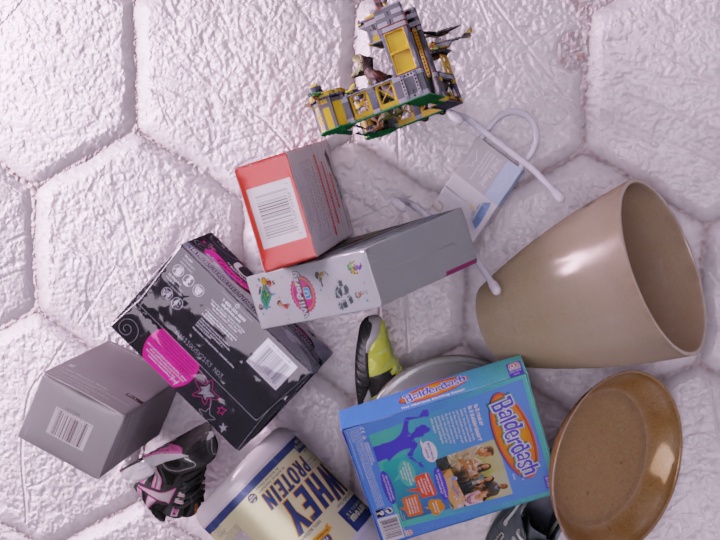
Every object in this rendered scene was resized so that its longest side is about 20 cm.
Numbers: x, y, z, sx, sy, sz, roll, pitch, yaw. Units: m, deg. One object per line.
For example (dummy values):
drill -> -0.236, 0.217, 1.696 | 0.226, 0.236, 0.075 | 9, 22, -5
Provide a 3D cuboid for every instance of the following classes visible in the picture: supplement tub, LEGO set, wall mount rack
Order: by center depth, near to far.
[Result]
LEGO set -> 0.021, -0.212, 1.599 | 0.153, 0.200, 0.116 | -20, 86, 28
wall mount rack -> 0.130, -0.072, 1.633 | 0.174, 0.074, 0.200 | 40, 106, 26
supplement tub -> -0.066, 0.289, 1.712 | 0.200, 0.145, 0.145 | 44, 105, 3

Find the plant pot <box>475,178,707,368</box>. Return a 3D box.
plant pot -> 0.227, 0.028, 1.603 | 0.199, 0.187, 0.188 | -22, 93, 30

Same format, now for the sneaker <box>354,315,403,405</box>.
sneaker -> 0.036, 0.143, 1.711 | 0.076, 0.075, 0.201 | -7, 107, 6

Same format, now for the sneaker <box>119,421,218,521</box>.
sneaker -> -0.198, 0.231, 1.729 | 0.080, 0.200, 0.087 | -29, 87, -26

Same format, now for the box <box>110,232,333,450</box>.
box -> -0.150, 0.075, 1.715 | 0.200, 0.115, 0.132 | 44, 104, 2

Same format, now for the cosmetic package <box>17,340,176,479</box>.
cosmetic package -> -0.284, 0.150, 1.714 | 0.107, 0.200, 0.090 | 26, 105, 5

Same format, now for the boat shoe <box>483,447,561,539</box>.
boat shoe -> 0.185, 0.280, 1.696 | 0.073, 0.062, 0.200 | 31, 103, 7

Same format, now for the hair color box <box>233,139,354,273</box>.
hair color box -> -0.067, -0.071, 1.629 | 0.064, 0.200, 0.111 | -16, 95, 14

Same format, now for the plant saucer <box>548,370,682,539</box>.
plant saucer -> 0.261, 0.200, 1.627 | 0.035, 0.200, 0.201 | 13, 104, 51

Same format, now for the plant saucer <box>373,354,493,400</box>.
plant saucer -> 0.099, 0.192, 1.670 | 0.199, 0.050, 0.201 | -3, 109, -9

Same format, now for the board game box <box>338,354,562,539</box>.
board game box -> 0.094, 0.188, 1.609 | 0.199, 0.045, 0.153 | -17, 113, 3

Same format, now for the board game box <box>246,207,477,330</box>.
board game box -> 0.000, 0.000, 1.610 | 0.200, 0.147, 0.065 | -12, 98, 50
